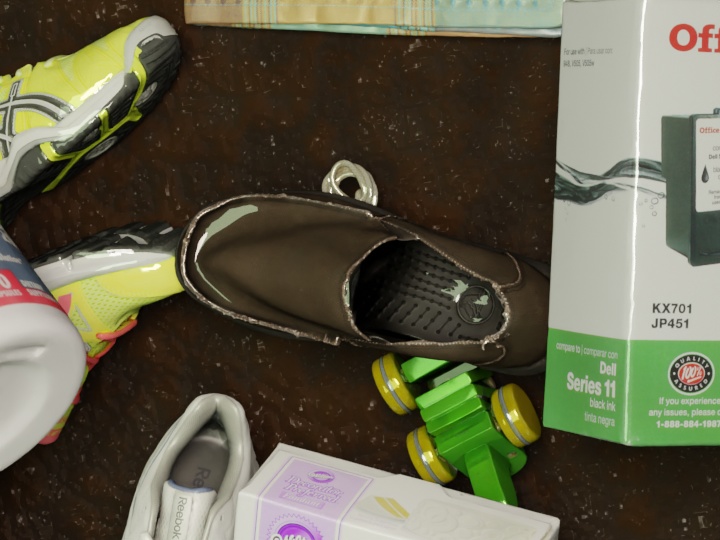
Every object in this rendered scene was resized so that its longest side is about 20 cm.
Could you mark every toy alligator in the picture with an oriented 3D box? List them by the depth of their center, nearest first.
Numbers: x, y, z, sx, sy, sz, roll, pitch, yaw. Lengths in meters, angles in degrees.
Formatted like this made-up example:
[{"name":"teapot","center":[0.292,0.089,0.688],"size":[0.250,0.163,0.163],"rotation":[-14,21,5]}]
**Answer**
[{"name":"toy alligator","center":[0.038,0.038,1.406],"size":[0.059,0.054,0.200],"rotation":[-29,75,15]}]

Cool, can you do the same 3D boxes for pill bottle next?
[{"name":"pill bottle","center":[-0.229,-0.001,1.381],"size":[0.120,0.120,0.200],"rotation":[-47,62,14]}]

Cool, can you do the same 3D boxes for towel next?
[{"name":"towel","center":[0.009,-0.188,1.421],"size":[0.200,0.022,0.147],"rotation":[3,92,19]}]

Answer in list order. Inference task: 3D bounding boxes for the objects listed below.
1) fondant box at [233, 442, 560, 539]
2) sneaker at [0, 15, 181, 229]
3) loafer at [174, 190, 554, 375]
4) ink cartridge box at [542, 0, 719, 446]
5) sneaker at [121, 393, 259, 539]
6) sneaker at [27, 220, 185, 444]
[{"name":"fondant box","center":[0.009,0.196,1.385],"size":[0.144,0.058,0.200],"rotation":[14,116,17]},{"name":"sneaker","center":[-0.179,-0.073,1.457],"size":[0.200,0.075,0.076],"rotation":[-34,83,15]},{"name":"loafer","center":[0.000,0.000,1.356],"size":[0.200,0.071,0.073],"rotation":[9,87,20]},{"name":"ink cartridge box","center":[0.166,-0.024,1.310],"size":[0.147,0.083,0.200],"rotation":[0,93,-23]},{"name":"sneaker","center":[-0.094,0.147,1.389],"size":[0.074,0.087,0.200],"rotation":[9,61,0]},{"name":"sneaker","center":[-0.157,0.038,1.461],"size":[0.200,0.078,0.090],"rotation":[-22,93,24]}]
